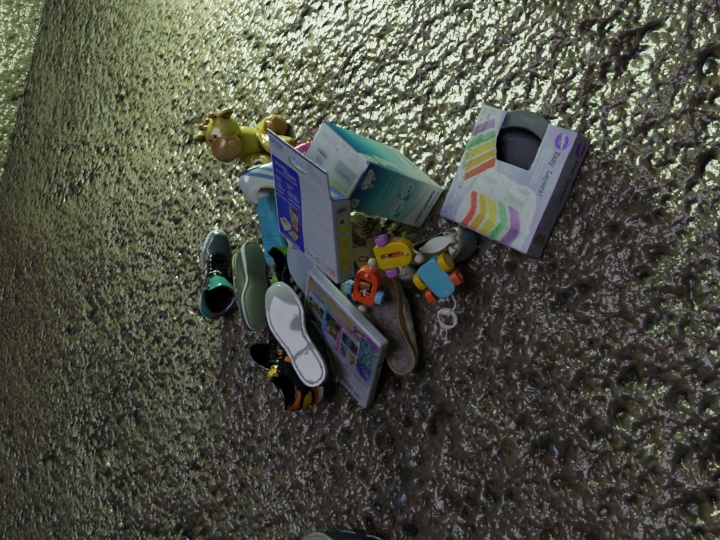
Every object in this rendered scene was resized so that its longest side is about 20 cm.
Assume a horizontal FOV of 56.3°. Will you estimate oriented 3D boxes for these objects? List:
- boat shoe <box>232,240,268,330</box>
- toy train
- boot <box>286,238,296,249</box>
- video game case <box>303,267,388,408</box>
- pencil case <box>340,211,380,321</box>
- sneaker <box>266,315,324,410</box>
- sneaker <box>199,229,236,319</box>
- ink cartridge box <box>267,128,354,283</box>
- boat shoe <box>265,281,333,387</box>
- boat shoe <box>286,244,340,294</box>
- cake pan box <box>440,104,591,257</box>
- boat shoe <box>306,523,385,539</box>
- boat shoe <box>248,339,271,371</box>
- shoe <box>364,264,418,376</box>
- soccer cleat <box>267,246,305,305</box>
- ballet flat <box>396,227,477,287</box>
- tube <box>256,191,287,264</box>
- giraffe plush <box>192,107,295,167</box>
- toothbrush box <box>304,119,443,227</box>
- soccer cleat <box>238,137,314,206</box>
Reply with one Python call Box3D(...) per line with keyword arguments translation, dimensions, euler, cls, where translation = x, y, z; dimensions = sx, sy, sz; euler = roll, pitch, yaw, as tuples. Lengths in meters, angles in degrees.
Box3D(translation=(-0.238, 0.040, 1.445), dimensions=(0.060, 0.071, 0.204), euler=(-29, 57, 40), cls="boat shoe")
Box3D(translation=(0.075, 0.014, 1.098), dimensions=(0.198, 0.056, 0.152), euler=(16, 121, 17), cls="toy train")
Box3D(translation=(-0.112, -0.116, 1.302), dimensions=(0.106, 0.075, 0.201), euler=(-31, 33, 8), cls="boot")
Box3D(translation=(-0.035, 0.120, 1.191), dimensions=(0.200, 0.024, 0.183), euler=(44, 143, 29), cls="video game case")
Box3D(translation=(0.000, 0.000, 1.224), dimensions=(0.077, 0.089, 0.203), euler=(-3, 80, 13), cls="pencil case")
Box3D(translation=(-0.139, 0.161, 1.243), dimensions=(0.070, 0.089, 0.202), euler=(-32, 77, 40), cls="sneaker")
Box3D(translation=(-0.314, 0.013, 1.487), dimensions=(0.120, 0.083, 0.203), euler=(-168, 82, -64), cls="sneaker")
Box3D(translation=(-0.081, -0.110, 1.099), dimensions=(0.197, 0.047, 0.202), euler=(41, 142, 43), cls="ink cartridge box")
Box3D(translation=(-0.107, 0.114, 1.213), dimensions=(0.073, 0.060, 0.201), euler=(-34, 75, 11), cls="boat shoe")
Box3D(translation=(-0.074, 0.016, 1.295), dimensions=(0.074, 0.068, 0.200), euler=(-48, 60, 23), cls="boat shoe")
Box3D(translation=(0.236, -0.145, 1.048), dimensions=(0.183, 0.052, 0.202), euler=(32, 104, 39), cls="cake pan box")
Box3D(translation=(-0.020, 0.480, 1.162), dimensions=(0.199, 0.061, 0.076), euler=(-22, 84, 48), cls="boat shoe")
Box3D(translation=(-0.149, 0.184, 1.339), dimensions=(0.199, 0.062, 0.076), euler=(17, 93, 41), cls="boat shoe")
Box3D(translation=(0.053, 0.083, 1.157), dimensions=(0.069, 0.053, 0.203), euler=(-19, 76, 19), cls="shoe")
Box3D(translation=(-0.142, 0.044, 1.344), dimensions=(0.067, 0.081, 0.202), euler=(-31, 63, 35), cls="soccer cleat")
Box3D(translation=(0.104, -0.025, 1.138), dimensions=(0.199, 0.063, 0.068), euler=(-25, 68, 38), cls="ballet flat")
Box3D(translation=(-0.189, -0.111, 1.420), dimensions=(0.077, 0.050, 0.203), euler=(2, 104, 47), cls="tube")
Box3D(translation=(-0.262, -0.282, 1.458), dimensions=(0.173, 0.161, 0.200), euler=(-56, 51, 20), cls="giraffe plush")
Box3D(translation=(0.022, -0.161, 1.147), dimensions=(0.147, 0.199, 0.086), euler=(47, 115, 36), cls="toothbrush box")
Box3D(translation=(-0.148, -0.196, 1.361), dimensions=(0.087, 0.198, 0.070), euler=(63, 169, 1), cls="soccer cleat")
